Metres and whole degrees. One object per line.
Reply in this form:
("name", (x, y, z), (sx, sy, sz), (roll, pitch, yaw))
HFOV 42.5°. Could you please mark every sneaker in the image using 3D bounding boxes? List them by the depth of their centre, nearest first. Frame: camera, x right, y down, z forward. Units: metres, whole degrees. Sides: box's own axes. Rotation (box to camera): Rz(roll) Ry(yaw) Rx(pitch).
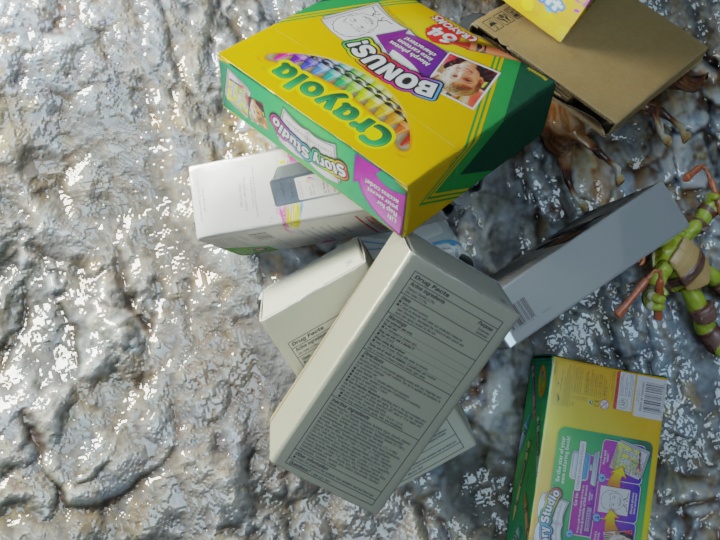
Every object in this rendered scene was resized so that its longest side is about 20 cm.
("sneaker", (0.000, 0.000, 0.863), (0.199, 0.075, 0.087), (-15, 46, 0))

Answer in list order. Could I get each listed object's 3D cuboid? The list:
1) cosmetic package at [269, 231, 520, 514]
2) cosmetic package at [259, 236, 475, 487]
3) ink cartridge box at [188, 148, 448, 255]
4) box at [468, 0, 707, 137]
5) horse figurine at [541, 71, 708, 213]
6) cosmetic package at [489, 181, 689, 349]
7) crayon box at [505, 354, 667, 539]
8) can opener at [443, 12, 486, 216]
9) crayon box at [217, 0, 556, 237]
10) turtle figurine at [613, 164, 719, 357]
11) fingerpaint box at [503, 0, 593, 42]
("cosmetic package", (0.021, 0.078, 0.723), (0.103, 0.073, 0.200), (31, 104, -15))
("cosmetic package", (0.007, 0.084, 0.801), (0.105, 0.071, 0.200), (-28, 110, 5))
("ink cartridge box", (-0.032, -0.066, 0.799), (0.199, 0.117, 0.068), (-9, 82, 11))
("box", (0.219, -0.216, 0.876), (0.163, 0.021, 0.200), (40, 50, 16))
("horse figurine", (0.243, -0.152, 0.921), (0.200, 0.050, 0.133), (-35, 74, -5))
("cosmetic package", (0.177, 0.002, 0.845), (0.200, 0.151, 0.052), (-32, 88, -13))
("crayon box", (0.212, 0.188, 0.876), (0.118, 0.058, 0.201), (12, 82, -8))
("can opener", (0.096, -0.152, 0.893), (0.053, 0.066, 0.201), (31, 67, -49))
("crayon box", (0.019, -0.138, 0.723), (0.200, 0.058, 0.172), (37, 55, 25))
("turtle figurine", (0.317, 0.008, 0.905), (0.161, 0.064, 0.200), (46, 62, -18))
("fingerpaint box", (0.155, -0.331, 0.876), (0.200, 0.073, 0.167), (37, 49, 3))
